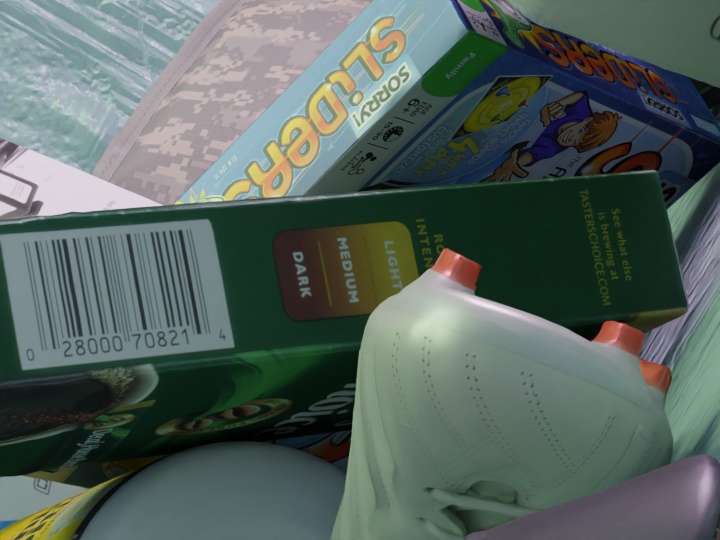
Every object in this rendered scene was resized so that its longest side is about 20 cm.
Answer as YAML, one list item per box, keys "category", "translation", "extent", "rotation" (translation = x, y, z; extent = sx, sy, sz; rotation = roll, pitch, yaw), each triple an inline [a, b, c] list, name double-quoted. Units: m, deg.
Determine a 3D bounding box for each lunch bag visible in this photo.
- category: "lunch bag"
  translation: [-0.001, -0.027, 0.995]
  extent: [0.200, 0.164, 0.118]
  rotation: [-51, -31, -59]

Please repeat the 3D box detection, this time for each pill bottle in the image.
- category: "pill bottle"
  translation: [-0.066, 0.119, 0.755]
  extent: [0.112, 0.112, 0.200]
  rotation: [-59, 15, -26]

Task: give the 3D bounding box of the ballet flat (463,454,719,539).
- category: "ballet flat"
  translation: [-0.008, 0.102, 0.452]
  extent: [0.200, 0.073, 0.073]
  rotation: [-60, 0, 25]

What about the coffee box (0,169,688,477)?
- category: "coffee box"
  translation: [-0.028, 0.016, 0.672]
  extent: [0.123, 0.200, 0.044]
  rotation: [-31, 68, 56]

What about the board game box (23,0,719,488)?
- category: "board game box"
  translation: [0.000, 0.000, 0.784]
  extent: [0.200, 0.034, 0.135]
  rotation: [-44, -36, 24]

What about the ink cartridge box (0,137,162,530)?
- category: "ink cartridge box"
  translation: [-0.155, 0.028, 0.917]
  extent: [0.084, 0.200, 0.146]
  rotation: [-55, -16, -55]

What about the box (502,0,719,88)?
- category: "box"
  translation: [0.092, -0.154, 0.607]
  extent: [0.128, 0.109, 0.200]
  rotation: [11, -66, -49]

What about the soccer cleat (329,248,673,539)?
- category: "soccer cleat"
  translation: [0.024, 0.056, 0.572]
  extent: [0.200, 0.069, 0.078]
  rotation: [94, -159, -73]

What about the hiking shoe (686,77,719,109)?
- category: "hiking shoe"
  translation: [0.104, -0.070, 0.907]
  extent: [0.200, 0.076, 0.101]
  rotation: [-54, -21, -61]
